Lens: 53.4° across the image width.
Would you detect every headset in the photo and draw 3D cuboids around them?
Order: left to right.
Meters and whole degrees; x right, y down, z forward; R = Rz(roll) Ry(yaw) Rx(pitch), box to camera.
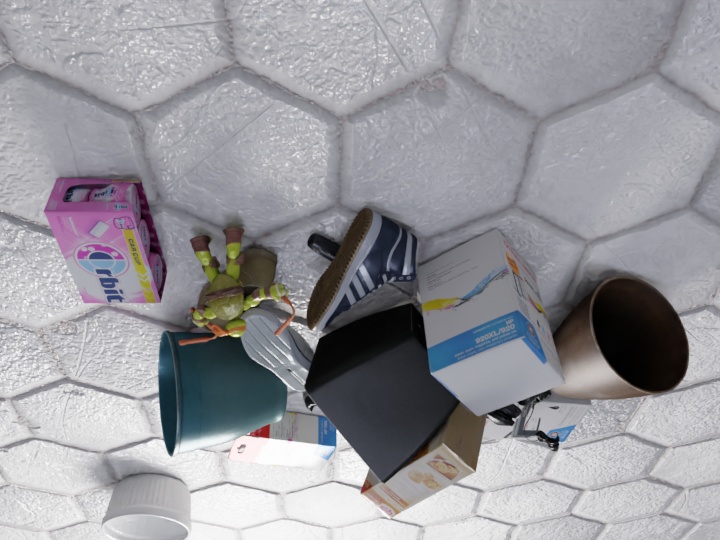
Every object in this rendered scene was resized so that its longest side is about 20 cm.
[{"bbox_3d":[0.267,0.220,1.210,0.123,0.094,0.200,-37,110,-8],"label":"headset"}]

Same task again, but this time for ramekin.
[{"bbox_3d":[-0.484,0.550,1.647,0.199,0.105,0.201,-1,139,-1],"label":"ramekin"}]

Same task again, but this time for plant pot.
[{"bbox_3d":[-0.227,0.195,1.189,0.187,0.201,0.200,-2,142,-24],"label":"plant pot"},{"bbox_3d":[0.051,0.170,1.135,0.177,0.200,0.200,-35,102,12],"label":"plant pot"},{"bbox_3d":[0.386,0.133,1.162,0.186,0.188,0.200,14,152,-18],"label":"plant pot"}]

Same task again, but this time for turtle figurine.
[{"bbox_3d":[-0.196,0.028,1.009,0.199,0.162,0.064,-16,175,24],"label":"turtle figurine"}]

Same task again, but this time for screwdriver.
[{"bbox_3d":[0.000,0.000,1.080,0.200,0.028,0.029,35,99,-31],"label":"screwdriver"}]

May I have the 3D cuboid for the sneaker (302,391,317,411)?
[{"bbox_3d":[-0.023,0.239,1.316,0.199,0.088,0.074,19,135,-23],"label":"sneaker"}]

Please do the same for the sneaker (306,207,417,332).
[{"bbox_3d":[0.007,0.016,1.036,0.108,0.070,0.201,21,110,-28],"label":"sneaker"}]

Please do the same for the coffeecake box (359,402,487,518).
[{"bbox_3d":[0.105,0.290,1.167,0.073,0.154,0.200,42,125,-10],"label":"coffeecake box"}]

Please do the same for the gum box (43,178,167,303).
[{"bbox_3d":[-0.346,-0.041,0.991,0.113,0.066,0.201,0,139,-1],"label":"gum box"}]

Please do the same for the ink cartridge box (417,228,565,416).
[{"bbox_3d":[0.186,0.075,1.047,0.144,0.201,0.147,-27,134,23],"label":"ink cartridge box"}]

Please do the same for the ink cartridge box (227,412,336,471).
[{"bbox_3d":[-0.158,0.341,1.444,0.199,0.068,0.116,12,137,-16],"label":"ink cartridge box"}]

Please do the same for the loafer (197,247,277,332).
[{"bbox_3d":[-0.195,0.042,1.094,0.076,0.068,0.200,21,134,-24],"label":"loafer"}]

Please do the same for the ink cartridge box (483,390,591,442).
[{"bbox_3d":[0.305,0.248,1.342,0.199,0.085,0.145,5,138,-7],"label":"ink cartridge box"}]

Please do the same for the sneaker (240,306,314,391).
[{"bbox_3d":[-0.130,0.113,1.120,0.073,0.071,0.200,-21,135,8],"label":"sneaker"}]
